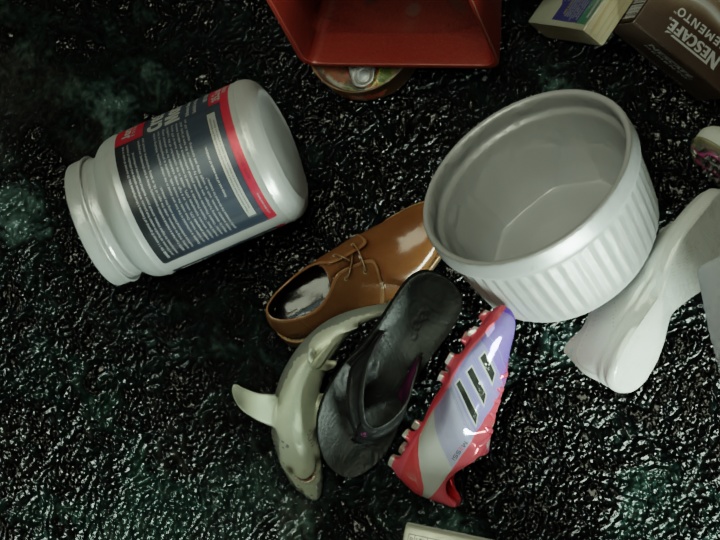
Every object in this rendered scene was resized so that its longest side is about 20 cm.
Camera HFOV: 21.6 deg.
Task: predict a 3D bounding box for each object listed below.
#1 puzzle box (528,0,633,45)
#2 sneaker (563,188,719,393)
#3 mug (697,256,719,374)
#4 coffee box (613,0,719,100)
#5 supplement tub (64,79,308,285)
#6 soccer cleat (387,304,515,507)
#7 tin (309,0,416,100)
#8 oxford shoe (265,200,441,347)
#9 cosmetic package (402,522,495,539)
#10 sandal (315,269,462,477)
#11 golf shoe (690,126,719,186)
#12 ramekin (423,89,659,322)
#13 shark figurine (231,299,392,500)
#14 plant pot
[{"bbox_3d":[0.240,-0.294,1.710,0.025,0.133,0.201,36,89,-20],"label":"puzzle box"},{"bbox_3d":[0.248,0.005,1.657,0.088,0.075,0.201,28,80,46],"label":"sneaker"},{"bbox_3d":[0.391,0.066,1.561,0.198,0.148,0.177,-8,80,-16],"label":"mug"},{"bbox_3d":[0.326,-0.264,1.667,0.114,0.080,0.201,35,88,-11],"label":"coffee box"},{"bbox_3d":[-0.161,-0.080,1.765,0.198,0.140,0.142,-22,70,10],"label":"supplement tub"},{"bbox_3d":[0.095,0.118,1.642,0.076,0.067,0.201,32,117,6],"label":"soccer cleat"},{"bbox_3d":[0.003,-0.260,1.817,0.111,0.042,0.202,-9,73,19],"label":"tin"},{"bbox_3d":[0.000,0.000,1.731,0.199,0.071,0.072,-36,67,4],"label":"oxford shoe"},{"bbox_3d":[0.130,0.287,1.603,0.198,0.087,0.104,10,78,21],"label":"cosmetic package"},{"bbox_3d":[0.021,0.092,1.657,0.075,0.048,0.202,26,98,-9],"label":"sandal"},{"bbox_3d":[0.386,-0.090,1.635,0.198,0.073,0.093,21,76,11],"label":"golf shoe"},{"bbox_3d":[0.165,-0.049,1.638,0.199,0.105,0.201,-22,41,20],"label":"ramekin"},{"bbox_3d":[-0.034,0.084,1.720,0.128,0.090,0.215,33,96,-11],"label":"shark figurine"},{"bbox_3d":[0.026,-0.313,1.708,0.198,0.200,0.178,4,63,22],"label":"plant pot"}]
